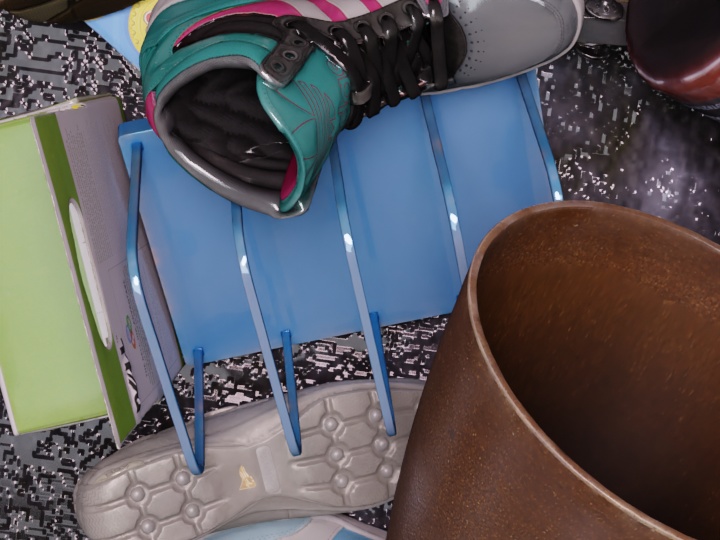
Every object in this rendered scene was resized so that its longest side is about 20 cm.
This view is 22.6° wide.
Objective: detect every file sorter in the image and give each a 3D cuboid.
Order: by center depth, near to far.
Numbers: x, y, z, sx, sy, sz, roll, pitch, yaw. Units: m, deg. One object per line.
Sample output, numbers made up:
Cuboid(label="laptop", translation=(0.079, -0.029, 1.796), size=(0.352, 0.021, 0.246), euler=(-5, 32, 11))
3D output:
Cuboid(label="file sorter", translation=(0.000, 0.000, 0.840), size=(0.199, 0.123, 0.139), euler=(-12, 125, 2))

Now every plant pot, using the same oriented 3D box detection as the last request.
Cuboid(label="plant pot", translation=(0.088, 0.108, 0.751), size=(0.186, 0.187, 0.200), euler=(27, 126, -2))

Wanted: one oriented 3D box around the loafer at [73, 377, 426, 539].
Cuboid(label="loafer", translation=(-0.047, 0.093, 0.908), size=(0.199, 0.070, 0.070), euler=(-11, 100, -14))

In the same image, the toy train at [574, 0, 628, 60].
Cuboid(label="toy train", translation=(0.062, -0.127, 0.833), size=(0.199, 0.046, 0.034), euler=(7, 137, -1))

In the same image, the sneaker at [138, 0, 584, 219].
Cuboid(label="sneaker", translation=(-0.005, -0.081, 0.764), size=(0.199, 0.121, 0.084), euler=(-6, 128, 12))

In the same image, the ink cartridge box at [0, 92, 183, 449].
Cuboid(label="ink cartridge box", translation=(-0.144, 0.000, 0.831), size=(0.075, 0.200, 0.149), euler=(-13, 96, 4))

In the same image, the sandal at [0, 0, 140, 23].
Cuboid(label="sandal", translation=(-0.076, -0.168, 0.824), size=(0.199, 0.082, 0.055), euler=(-19, 74, 11))

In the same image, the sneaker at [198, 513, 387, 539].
Cuboid(label="sneaker", translation=(-0.002, 0.173, 0.883), size=(0.199, 0.131, 0.080), euler=(6, 98, 2))

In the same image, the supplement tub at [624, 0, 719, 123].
Cuboid(label="supplement tub", translation=(0.221, -0.093, 0.795), size=(0.199, 0.107, 0.107), euler=(21, 98, -28))

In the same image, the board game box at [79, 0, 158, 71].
Cuboid(label="board game box", translation=(-0.099, -0.222, 0.874), size=(0.196, 0.056, 0.200), euler=(41, 97, -3))
